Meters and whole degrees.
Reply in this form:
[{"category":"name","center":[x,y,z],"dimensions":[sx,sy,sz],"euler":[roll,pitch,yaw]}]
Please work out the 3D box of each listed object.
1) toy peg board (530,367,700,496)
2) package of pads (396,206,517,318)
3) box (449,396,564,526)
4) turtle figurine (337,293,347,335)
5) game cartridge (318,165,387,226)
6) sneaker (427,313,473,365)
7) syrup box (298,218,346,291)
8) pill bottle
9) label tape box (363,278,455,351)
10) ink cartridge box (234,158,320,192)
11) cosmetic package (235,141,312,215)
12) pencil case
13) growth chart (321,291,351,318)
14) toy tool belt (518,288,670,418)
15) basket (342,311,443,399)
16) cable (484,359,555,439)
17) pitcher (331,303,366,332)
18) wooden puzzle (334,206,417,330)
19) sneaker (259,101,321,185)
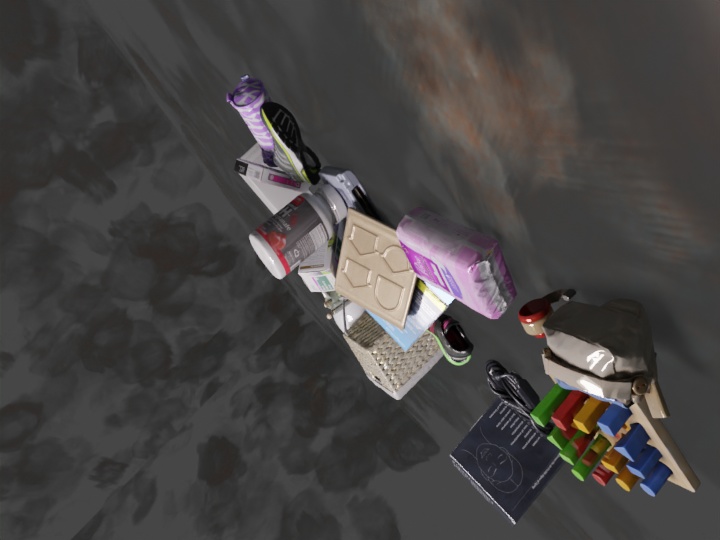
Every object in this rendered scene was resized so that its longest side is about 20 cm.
[{"category":"toy peg board","center":[0.381,0.267,0.900],"dimensions":[0.202,0.098,0.198],"euler":[51,168,-15]},{"category":"package of pads","center":[0.148,-0.016,0.906],"dimensions":[0.199,0.075,0.122],"euler":[33,159,51]},{"category":"box","center":[0.340,0.432,1.314],"dimensions":[0.196,0.200,0.125],"euler":[41,169,27]},{"category":"turtle figurine","center":[0.000,0.000,1.341],"dimensions":[0.196,0.199,0.144],"euler":[50,134,3]},{"category":"game cartridge","center":[-0.008,-0.132,1.204],"dimensions":[0.202,0.041,0.132],"euler":[55,163,-27]},{"category":"sneaker","center":[0.177,0.114,1.258],"dimensions":[0.199,0.077,0.084],"euler":[44,150,7]},{"category":"syrup box","center":[-0.077,-0.062,1.268],"dimensions":[0.078,0.206,0.079],"euler":[-6,147,18]},{"category":"pill bottle","center":[-0.123,-0.087,1.177],"dimensions":[0.111,0.199,0.112],"euler":[45,164,17]},{"category":"label tape box","center":[0.108,0.047,1.183],"dimensions":[0.143,0.066,0.201],"euler":[44,124,8]},{"category":"ink cartridge box","center":[-0.187,-0.213,1.310],"dimensions":[0.093,0.038,0.197],"euler":[24,-168,34]},{"category":"cosmetic package","center":[-0.228,-0.232,1.508],"dimensions":[0.201,0.107,0.085],"euler":[50,168,-4]},{"category":"pencil case","center":[-0.211,-0.313,1.233],"dimensions":[0.202,0.083,0.086],"euler":[62,-169,-53]},{"category":"growth chart","center":[-0.072,0.000,1.391],"dimensions":[0.018,0.142,0.205],"euler":[-32,84,48]},{"category":"toy tool belt","center":[0.282,0.109,0.708],"dimensions":[0.125,0.123,0.199],"euler":[59,166,-14]},{"category":"basket","center":[0.084,0.181,1.457],"dimensions":[0.163,0.199,0.197],"euler":[53,167,-20]},{"category":"cable","center":[0.336,0.281,1.218],"dimensions":[0.201,0.051,0.163],"euler":[50,168,-7]},{"category":"pitcher","center":[-0.024,0.064,1.598],"dimensions":[0.171,0.117,0.208],"euler":[28,-131,-76]},{"category":"wooden puzzle","center":[0.038,-0.007,1.144],"dimensions":[0.182,0.046,0.206],"euler":[27,124,28]},{"category":"sneaker","center":[-0.160,-0.258,1.200],"dimensions":[0.079,0.075,0.203],"euler":[-3,134,32]}]
